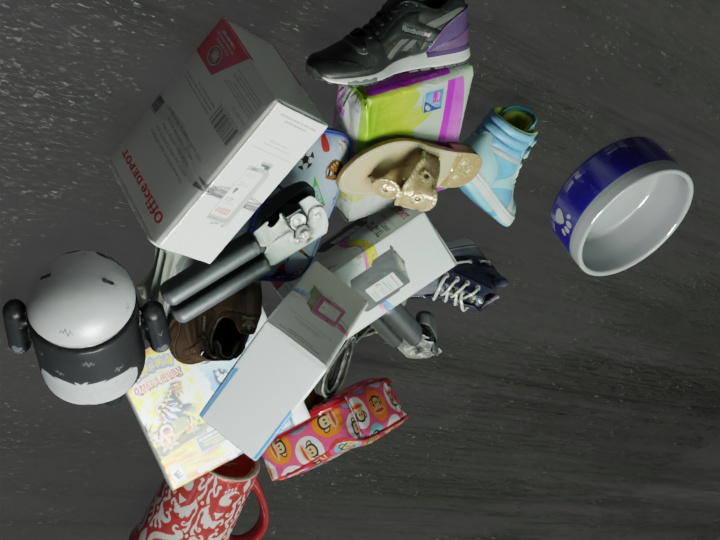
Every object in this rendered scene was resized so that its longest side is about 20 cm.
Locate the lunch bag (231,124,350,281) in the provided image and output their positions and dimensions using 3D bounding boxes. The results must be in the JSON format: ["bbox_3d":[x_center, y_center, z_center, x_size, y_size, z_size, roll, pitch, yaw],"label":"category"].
[{"bbox_3d":[-0.104,-0.079,1.552,0.160,0.075,0.201,6,108,-49],"label":"lunch bag"}]

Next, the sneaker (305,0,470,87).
[{"bbox_3d":[0.028,-0.260,1.515,0.199,0.076,0.088,-17,122,-26],"label":"sneaker"}]

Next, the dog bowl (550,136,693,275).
[{"bbox_3d":[0.372,-0.091,1.996,0.199,0.079,0.201,-24,145,-18],"label":"dog bowl"}]

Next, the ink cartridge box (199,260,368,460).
[{"bbox_3d":[-0.080,0.095,1.538,0.145,0.084,0.200,-53,180,23],"label":"ink cartridge box"}]

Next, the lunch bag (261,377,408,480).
[{"bbox_3d":[-0.046,0.223,1.912,0.176,0.082,0.200,-33,170,29],"label":"lunch bag"}]

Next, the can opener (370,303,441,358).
[{"bbox_3d":[0.056,0.066,1.853,0.053,0.067,0.200,-7,153,21],"label":"can opener"}]

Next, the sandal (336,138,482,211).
[{"bbox_3d":[0.075,-0.102,1.600,0.211,0.070,0.078,-8,136,-41],"label":"sandal"}]

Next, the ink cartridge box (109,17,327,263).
[{"bbox_3d":[-0.149,-0.131,1.427,0.200,0.147,0.083,-47,142,18],"label":"ink cartridge box"}]

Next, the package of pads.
[{"bbox_3d":[0.040,-0.158,1.631,0.154,0.068,0.201,-20,142,-24],"label":"package of pads"}]

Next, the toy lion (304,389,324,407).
[{"bbox_3d":[-0.127,0.169,1.897,0.199,0.069,0.192,-11,147,-31],"label":"toy lion"}]

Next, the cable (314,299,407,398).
[{"bbox_3d":[0.004,0.077,1.840,0.200,0.050,0.097,-56,150,-32],"label":"cable"}]

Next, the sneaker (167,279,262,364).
[{"bbox_3d":[-0.167,0.073,1.558,0.070,0.076,0.200,7,149,-24],"label":"sneaker"}]

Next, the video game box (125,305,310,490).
[{"bbox_3d":[-0.185,0.146,1.737,0.199,0.047,0.183,-27,106,-13],"label":"video game box"}]

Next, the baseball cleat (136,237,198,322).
[{"bbox_3d":[-0.200,0.003,1.614,0.106,0.070,0.201,-11,140,-32],"label":"baseball cleat"}]

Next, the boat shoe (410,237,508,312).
[{"bbox_3d":[0.118,0.016,1.851,0.199,0.093,0.075,-19,147,-49],"label":"boat shoe"}]

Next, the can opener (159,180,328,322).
[{"bbox_3d":[-0.122,-0.018,1.480,0.199,0.066,0.053,-35,127,-11],"label":"can opener"}]

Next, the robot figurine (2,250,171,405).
[{"bbox_3d":[-0.303,0.067,1.556,0.150,0.125,0.201,-32,148,-25],"label":"robot figurine"}]

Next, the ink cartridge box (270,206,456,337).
[{"bbox_3d":[0.000,0.000,1.709,0.199,0.146,0.083,-34,107,-4],"label":"ink cartridge box"}]

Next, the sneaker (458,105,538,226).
[{"bbox_3d":[0.188,-0.137,1.784,0.131,0.079,0.200,-50,157,2],"label":"sneaker"}]

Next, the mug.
[{"bbox_3d":[-0.214,0.321,1.952,0.177,0.133,0.201,-14,139,-52],"label":"mug"}]
